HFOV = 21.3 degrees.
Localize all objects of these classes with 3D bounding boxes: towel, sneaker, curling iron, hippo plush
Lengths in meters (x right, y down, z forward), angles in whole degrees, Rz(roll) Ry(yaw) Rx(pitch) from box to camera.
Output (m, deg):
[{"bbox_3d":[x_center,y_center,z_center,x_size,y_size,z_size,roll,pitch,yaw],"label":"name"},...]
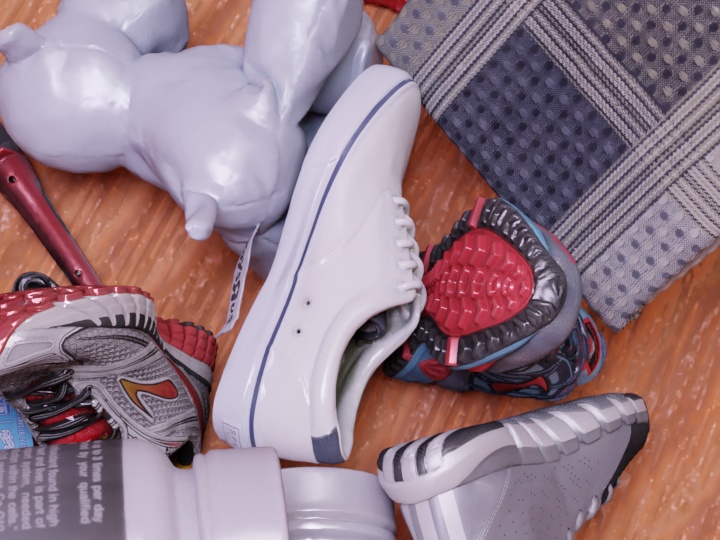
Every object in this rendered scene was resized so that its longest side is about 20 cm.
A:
[{"bbox_3d":[0.123,-0.100,0.881,0.193,0.200,0.034,50,37,8],"label":"towel"},{"bbox_3d":[-0.114,0.055,0.845,0.077,0.200,0.083,-8,74,20],"label":"sneaker"},{"bbox_3d":[0.078,0.019,0.901,0.095,0.200,0.080,14,82,-11],"label":"sneaker"},{"bbox_3d":[-0.181,-0.045,0.947,0.049,0.026,0.201,-23,77,-26],"label":"curling iron"},{"bbox_3d":[-0.093,-0.066,0.941,0.160,0.160,0.201,15,58,18],"label":"hippo plush"},{"bbox_3d":[0.084,0.126,0.913,0.199,0.075,0.116,-7,80,-52],"label":"sneaker"},{"bbox_3d":[0.000,0.000,0.894,0.070,0.073,0.201,15,73,18],"label":"sneaker"}]

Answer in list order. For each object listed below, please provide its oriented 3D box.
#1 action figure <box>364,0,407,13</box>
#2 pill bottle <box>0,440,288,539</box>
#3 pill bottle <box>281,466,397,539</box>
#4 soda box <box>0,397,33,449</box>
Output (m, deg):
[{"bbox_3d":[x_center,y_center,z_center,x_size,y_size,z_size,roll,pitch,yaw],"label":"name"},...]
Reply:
[{"bbox_3d":[-0.063,-0.201,1.021,0.199,0.065,0.100,5,77,-15],"label":"action figure"},{"bbox_3d":[-0.128,0.127,0.758,0.198,0.114,0.115,-5,71,-6],"label":"pill bottle"},{"bbox_3d":[-0.021,0.195,0.856,0.108,0.109,0.201,5,68,-14],"label":"pill bottle"},{"bbox_3d":[-0.177,0.131,0.860,0.067,0.064,0.201,-4,71,-17],"label":"soda box"}]
